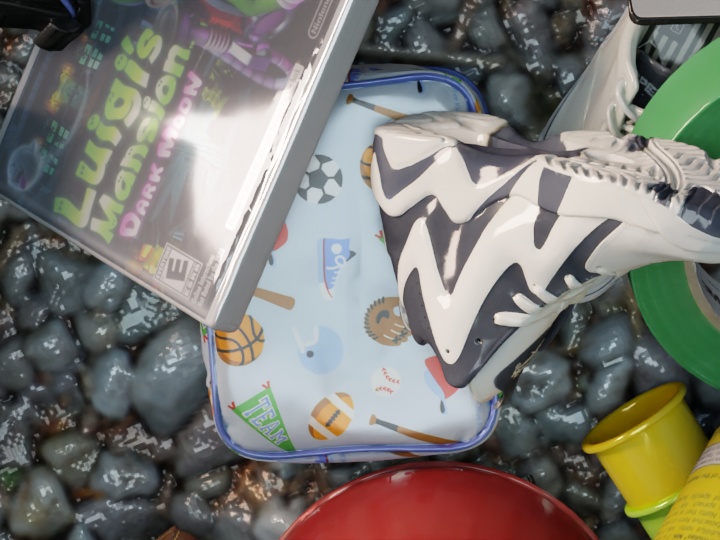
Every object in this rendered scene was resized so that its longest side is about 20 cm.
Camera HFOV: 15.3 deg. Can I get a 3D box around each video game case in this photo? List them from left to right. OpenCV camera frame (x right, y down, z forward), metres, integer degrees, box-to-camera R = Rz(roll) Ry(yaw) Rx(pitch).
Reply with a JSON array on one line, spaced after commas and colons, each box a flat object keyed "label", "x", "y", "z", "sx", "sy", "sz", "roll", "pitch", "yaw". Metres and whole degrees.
[{"label": "video game case", "x": -0.086, "y": -0.097, "z": 1.277, "sx": 0.182, "sy": 0.023, "sz": 0.200, "roll": 30, "pitch": 100, "yaw": 38}]

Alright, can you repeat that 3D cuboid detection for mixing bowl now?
[{"label": "mixing bowl", "x": 0.035, "y": 0.199, "z": 1.264, "sx": 0.200, "sy": 0.108, "sz": 0.201, "roll": 0, "pitch": 97, "yaw": 4}]

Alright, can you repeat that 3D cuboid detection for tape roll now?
[{"label": "tape roll", "x": 0.221, "y": -0.028, "z": 1.261, "sx": 0.200, "sy": 0.048, "sz": 0.201, "roll": -2, "pitch": 122, "yaw": -4}]

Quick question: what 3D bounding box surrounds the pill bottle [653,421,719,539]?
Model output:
[{"label": "pill bottle", "x": 0.179, "y": 0.160, "z": 1.225, "sx": 0.114, "sy": 0.114, "sz": 0.200, "roll": 34, "pitch": 67, "yaw": -1}]

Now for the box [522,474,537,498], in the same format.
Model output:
[{"label": "box", "x": 0.042, "y": 0.221, "z": 1.345, "sx": 0.200, "sy": 0.050, "sz": 0.158, "roll": -30, "pitch": 94, "yaw": 7}]

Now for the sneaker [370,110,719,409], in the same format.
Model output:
[{"label": "sneaker", "x": 0.090, "y": 0.006, "z": 1.210, "sx": 0.199, "sy": 0.079, "sz": 0.130, "roll": 10, "pitch": 111, "yaw": 31}]

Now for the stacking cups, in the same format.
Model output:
[{"label": "stacking cups", "x": 0.189, "y": 0.151, "z": 1.325, "sx": 0.060, "sy": 0.061, "sz": 0.200, "roll": -34, "pitch": 97, "yaw": 7}]

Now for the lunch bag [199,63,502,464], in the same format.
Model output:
[{"label": "lunch bag", "x": 0.000, "y": 0.000, "z": 1.310, "sx": 0.160, "sy": 0.076, "sz": 0.200, "roll": -4, "pitch": 96, "yaw": 2}]

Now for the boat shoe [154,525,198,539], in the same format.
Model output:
[{"label": "boat shoe", "x": -0.163, "y": 0.186, "z": 1.317, "sx": 0.200, "sy": 0.072, "sz": 0.068, "roll": -37, "pitch": 95, "yaw": 10}]

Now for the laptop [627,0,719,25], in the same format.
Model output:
[{"label": "laptop", "x": 0.212, "y": -0.228, "z": 1.224, "sx": 0.187, "sy": 0.116, "sz": 0.200, "roll": -2, "pitch": 68, "yaw": -6}]

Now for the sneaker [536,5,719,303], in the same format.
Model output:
[{"label": "sneaker", "x": 0.131, "y": -0.077, "z": 1.291, "sx": 0.073, "sy": 0.071, "sz": 0.200, "roll": 23, "pitch": 97, "yaw": 2}]

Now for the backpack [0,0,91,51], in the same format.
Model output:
[{"label": "backpack", "x": -0.236, "y": -0.200, "z": 1.251, "sx": 0.200, "sy": 0.183, "sz": 0.147, "roll": 1, "pitch": 72, "yaw": 10}]
